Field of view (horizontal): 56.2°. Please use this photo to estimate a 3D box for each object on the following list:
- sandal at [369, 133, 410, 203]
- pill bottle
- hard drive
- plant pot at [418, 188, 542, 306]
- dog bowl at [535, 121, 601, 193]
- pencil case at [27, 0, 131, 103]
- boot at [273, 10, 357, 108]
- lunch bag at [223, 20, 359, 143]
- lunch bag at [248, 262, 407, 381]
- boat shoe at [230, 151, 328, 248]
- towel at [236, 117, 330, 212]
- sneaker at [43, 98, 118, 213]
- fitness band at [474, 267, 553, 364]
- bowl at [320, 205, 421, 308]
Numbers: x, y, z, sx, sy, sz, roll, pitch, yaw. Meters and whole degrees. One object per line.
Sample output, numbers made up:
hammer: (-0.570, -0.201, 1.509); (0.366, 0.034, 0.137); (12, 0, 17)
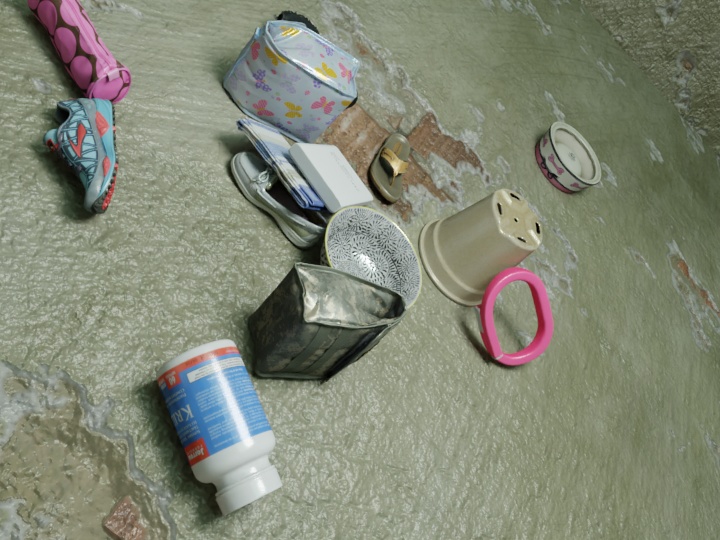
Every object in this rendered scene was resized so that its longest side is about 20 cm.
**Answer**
sandal: (0.071, -0.223, 1.383); (0.080, 0.054, 0.201); (35, 46, -17)
pill bottle: (-0.176, 0.201, 0.867); (0.112, 0.112, 0.201); (-14, 72, -43)
hard drive: (-0.048, -0.169, 1.213); (0.132, 0.027, 0.200); (54, 18, 2)
plant pot: (0.248, -0.058, 1.332); (0.199, 0.183, 0.202); (20, 53, -28)
dog bowl: (0.555, -0.298, 1.819); (0.199, 0.074, 0.201); (21, 51, -28)
pencil case: (-0.427, -0.353, 1.027); (0.091, 0.094, 0.201); (-31, 85, -46)
boot: (-0.096, -0.430, 1.370); (0.197, 0.073, 0.164); (16, 51, -31)
lunch bag: (-0.126, -0.348, 1.217); (0.199, 0.169, 0.128); (22, 53, -27)
lunch bag: (-0.044, 0.087, 1.012); (0.199, 0.164, 0.118); (10, 52, -34)
boat shoe: (-0.135, -0.128, 1.144); (0.202, 0.065, 0.074); (50, 44, -3)
towel: (-0.122, -0.178, 1.163); (0.200, 0.024, 0.147); (51, 15, 10)
sneaker: (-0.398, -0.162, 0.955); (0.095, 0.079, 0.201); (2, 53, -28)
fitness band: (0.297, 0.091, 1.290); (0.143, 0.037, 0.201); (-24, 115, -11)
bowl: (0.000, 0.000, 1.154); (0.200, 0.094, 0.202); (21, 51, -28)
